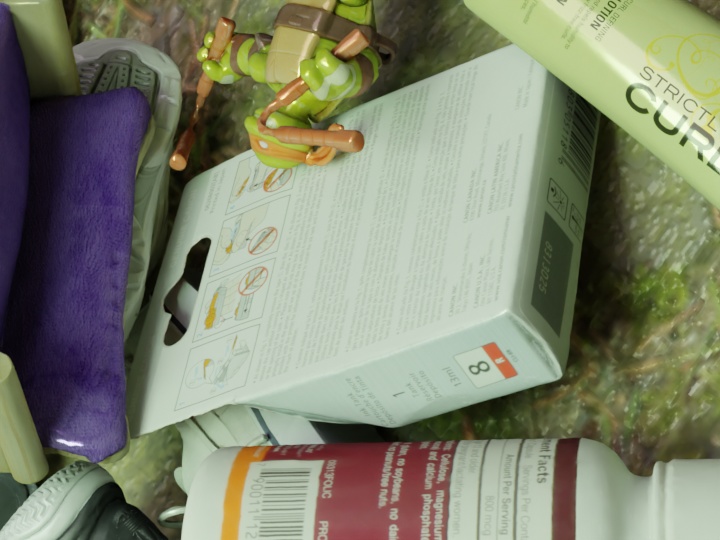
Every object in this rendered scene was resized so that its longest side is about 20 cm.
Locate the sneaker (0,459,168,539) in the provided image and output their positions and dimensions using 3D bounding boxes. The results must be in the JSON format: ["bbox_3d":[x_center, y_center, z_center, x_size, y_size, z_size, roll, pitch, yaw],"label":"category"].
[{"bbox_3d":[-0.120,0.186,1.037,0.114,0.075,0.200,33,119,14],"label":"sneaker"}]

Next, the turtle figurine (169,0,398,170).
[{"bbox_3d":[-0.012,-0.107,1.022,0.200,0.064,0.162,14,85,69],"label":"turtle figurine"}]

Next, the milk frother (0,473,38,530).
[{"bbox_3d":[-0.247,0.038,1.109,0.181,0.200,0.188,-50,52,6],"label":"milk frother"}]

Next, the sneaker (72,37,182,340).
[{"bbox_3d":[-0.121,-0.001,1.092,0.078,0.100,0.201,13,58,10],"label":"sneaker"}]

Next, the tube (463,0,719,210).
[{"bbox_3d":[0.130,-0.071,0.945,0.200,0.052,0.058,39,127,20],"label":"tube"}]

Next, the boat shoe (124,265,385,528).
[{"bbox_3d":[-0.049,0.081,1.027,0.086,0.075,0.202,-54,49,8],"label":"boat shoe"}]

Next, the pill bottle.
[{"bbox_3d":[0.042,0.118,0.885,0.199,0.114,0.115,-2,71,9],"label":"pill bottle"}]

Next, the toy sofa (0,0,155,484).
[{"bbox_3d":[-0.142,-0.018,0.994,0.097,0.083,0.201,-1,56,4],"label":"toy sofa"}]

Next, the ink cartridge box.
[{"bbox_3d":[0.000,0.000,1.003,0.200,0.050,0.163,-22,38,32],"label":"ink cartridge box"}]
